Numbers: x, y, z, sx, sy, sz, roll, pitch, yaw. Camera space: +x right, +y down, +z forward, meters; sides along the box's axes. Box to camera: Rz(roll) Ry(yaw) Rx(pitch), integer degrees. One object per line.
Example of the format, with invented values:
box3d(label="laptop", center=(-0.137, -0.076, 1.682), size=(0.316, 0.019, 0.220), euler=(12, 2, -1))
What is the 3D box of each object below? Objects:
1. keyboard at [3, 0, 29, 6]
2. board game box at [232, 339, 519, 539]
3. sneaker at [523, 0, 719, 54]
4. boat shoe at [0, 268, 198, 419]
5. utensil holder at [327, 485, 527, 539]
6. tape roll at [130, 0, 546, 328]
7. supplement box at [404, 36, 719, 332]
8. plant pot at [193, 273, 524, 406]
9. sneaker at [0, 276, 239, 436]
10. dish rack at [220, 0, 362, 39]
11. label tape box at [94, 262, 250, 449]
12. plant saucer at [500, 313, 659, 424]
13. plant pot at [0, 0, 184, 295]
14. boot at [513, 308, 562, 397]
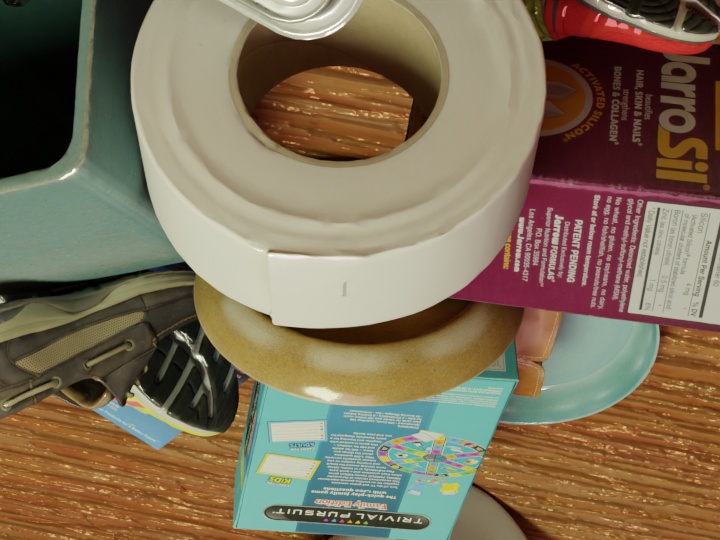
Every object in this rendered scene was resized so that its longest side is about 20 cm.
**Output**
box3d(label="keyboard", center=(-0.198, -0.238, 0.804), size=(0.201, 0.039, 0.104), euler=(52, 128, 9))
box3d(label="board game box", center=(0.003, 0.101, 1.022), size=(0.149, 0.047, 0.201), euler=(5, 142, -8))
box3d(label="sneaker", center=(0.097, -0.151, 0.864), size=(0.198, 0.078, 0.085), euler=(17, 144, 11))
box3d(label="boat shoe", center=(-0.164, 0.047, 0.952), size=(0.074, 0.198, 0.074), euler=(-9, 93, 48))
box3d(label="utensil holder", center=(0.024, 0.276, 1.259), size=(0.169, 0.171, 0.200), euler=(33, 133, -21))
box3d(label="tape roll", center=(-0.011, -0.076, 0.782), size=(0.200, 0.205, 0.071), euler=(10, 152, 3))
box3d(label="supplement box", center=(0.125, -0.055, 0.906), size=(0.197, 0.132, 0.104), euler=(6, 136, 6))
box3d(label="plant pot", center=(0.000, 0.000, 0.947), size=(0.197, 0.201, 0.028), euler=(7, 131, 6))
box3d(label="sneaker", center=(-0.169, 0.047, 1.046), size=(0.199, 0.079, 0.090), euler=(35, 141, -13))
box3d(label="dish rack", center=(-0.048, -0.218, 0.705), size=(0.170, 0.044, 0.202), euler=(29, 109, 4))
box3d(label="label tape box", center=(-0.138, 0.026, 1.107), size=(0.144, 0.064, 0.200), euler=(34, 133, -21))
box3d(label="plant saucer", center=(0.102, 0.031, 1.082), size=(0.197, 0.028, 0.202), euler=(7, 137, 7))
box3d(label="plant pot", center=(-0.173, -0.085, 0.907), size=(0.194, 0.198, 0.200), euler=(-11, 155, 24))
box3d(label="boot", center=(0.044, 0.057, 1.062), size=(0.153, 0.077, 0.202), euler=(11, 131, -4))
